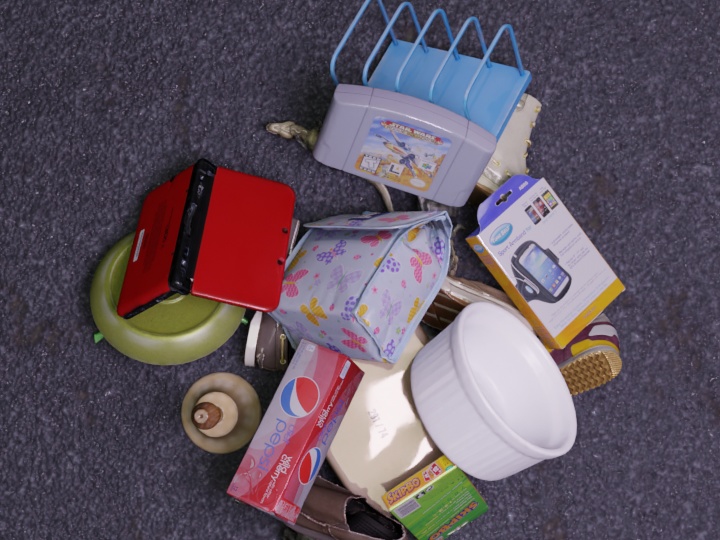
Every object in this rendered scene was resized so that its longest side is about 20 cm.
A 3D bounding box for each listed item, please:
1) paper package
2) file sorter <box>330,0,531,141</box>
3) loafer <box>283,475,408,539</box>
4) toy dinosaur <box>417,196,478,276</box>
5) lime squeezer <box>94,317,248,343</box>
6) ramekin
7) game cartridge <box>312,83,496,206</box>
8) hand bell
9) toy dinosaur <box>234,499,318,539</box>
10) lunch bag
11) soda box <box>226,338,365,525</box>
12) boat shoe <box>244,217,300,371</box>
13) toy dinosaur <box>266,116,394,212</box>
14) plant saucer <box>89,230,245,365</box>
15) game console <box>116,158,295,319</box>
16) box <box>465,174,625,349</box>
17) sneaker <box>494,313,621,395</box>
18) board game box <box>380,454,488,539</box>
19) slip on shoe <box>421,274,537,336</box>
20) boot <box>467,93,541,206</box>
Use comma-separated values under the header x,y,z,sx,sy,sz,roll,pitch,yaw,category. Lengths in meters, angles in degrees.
x,y,z,sx,sy,sz,roll,pitch,yaw,category
0.036,0.183,1.524,0.190,0.103,0.200,-33,85,-3,paper package
0.083,-0.241,1.499,0.200,0.123,0.139,19,69,26,file sorter
-0.022,0.280,1.435,0.200,0.073,0.071,26,130,14,loafer
0.099,-0.091,1.563,0.088,0.047,0.200,-34,102,-33,toy dinosaur
-0.246,0.046,1.567,0.199,0.038,0.071,-7,85,-2,lime squeezer
0.150,0.145,1.423,0.098,0.200,0.201,-37,85,30,ramekin
0.052,-0.149,1.444,0.199,0.133,0.042,18,59,-5,game cartridge
-0.178,0.174,1.475,0.104,0.200,0.104,0,85,-1,hand bell
-0.060,0.329,1.504,0.200,0.088,0.048,26,72,9,toy dinosaur
0.000,0.000,1.484,0.200,0.169,0.127,-55,129,-29,lunch bag
-0.073,0.186,1.417,0.070,0.063,0.200,19,75,27,soda box
-0.099,0.028,1.553,0.059,0.072,0.201,12,90,1,boat shoe
-0.028,-0.147,1.554,0.200,0.088,0.048,37,75,4,toy dinosaur
-0.241,0.021,1.536,0.199,0.031,0.201,1,63,-2,plant saucer
-0.188,-0.024,1.501,0.119,0.172,0.200,37,43,-33,game console
0.220,-0.017,1.495,0.119,0.041,0.200,-40,97,-17,box
0.232,0.118,1.551,0.199,0.090,0.075,-18,127,18,sneaker
0.094,0.282,1.478,0.095,0.200,0.030,-33,57,0,board game box
0.135,0.039,1.553,0.200,0.076,0.061,22,42,19,slip on shoe
0.202,-0.140,1.564,0.200,0.072,0.155,32,70,-16,boot
